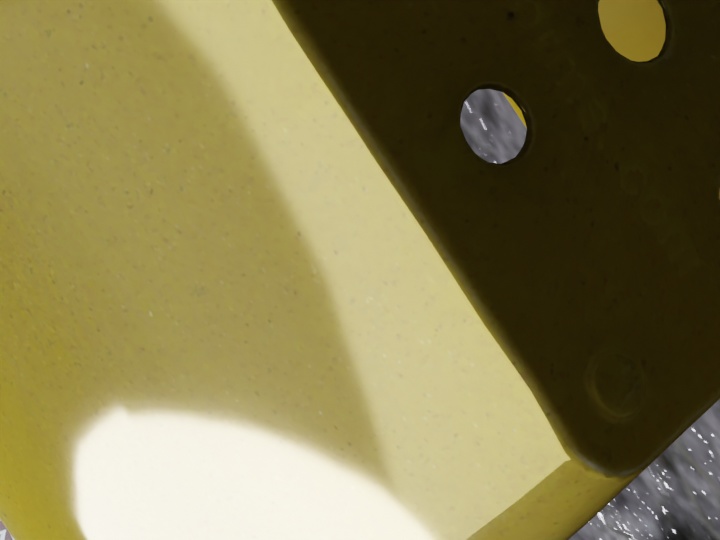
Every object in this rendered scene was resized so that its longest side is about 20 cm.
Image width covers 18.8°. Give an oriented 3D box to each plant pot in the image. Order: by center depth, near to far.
[{"bbox_3d":[0.011,-0.029,0.493,0.200,0.200,0.176,56,149,-5],"label":"plant pot"}]

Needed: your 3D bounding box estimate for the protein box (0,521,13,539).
[{"bbox_3d":[-0.235,0.042,1.090,0.199,0.134,0.201,-86,-27,-61],"label":"protein box"}]
